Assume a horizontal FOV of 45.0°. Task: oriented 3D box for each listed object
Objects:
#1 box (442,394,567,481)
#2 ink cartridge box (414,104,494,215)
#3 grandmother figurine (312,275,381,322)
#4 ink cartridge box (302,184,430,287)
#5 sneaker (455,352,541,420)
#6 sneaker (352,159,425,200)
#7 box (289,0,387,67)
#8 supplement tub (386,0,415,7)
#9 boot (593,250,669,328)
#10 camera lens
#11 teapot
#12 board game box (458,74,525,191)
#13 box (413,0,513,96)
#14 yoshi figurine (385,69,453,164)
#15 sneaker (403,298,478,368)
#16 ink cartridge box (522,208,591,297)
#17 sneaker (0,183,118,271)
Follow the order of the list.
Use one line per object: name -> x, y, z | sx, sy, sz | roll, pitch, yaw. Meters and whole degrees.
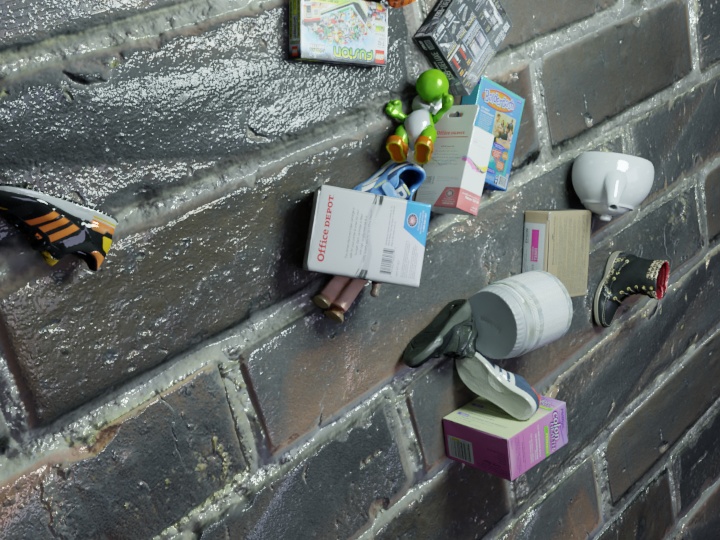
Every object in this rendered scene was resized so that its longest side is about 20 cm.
box -> 0.305, 0.336, 1.830 | 0.199, 0.175, 0.098 | -22, 111, -39
ink cartridge box -> 0.185, -0.213, 1.680 | 0.067, 0.116, 0.202 | 16, 86, -41
grandmother figurine -> 0.000, 0.000, 1.580 | 0.201, 0.060, 0.121 | -54, 127, -21
ink cartridge box -> 0.009, -0.057, 1.505 | 0.198, 0.084, 0.147 | 10, 89, -10
sneaker -> 0.288, 0.231, 1.810 | 0.084, 0.200, 0.075 | -18, 143, -55
sneaker -> 0.041, -0.134, 1.583 | 0.200, 0.082, 0.074 | -48, 126, -23
box -> -0.036, -0.414, 1.503 | 0.199, 0.035, 0.111 | -7, 101, -42
supplement tub -> 0.045, -0.565, 1.496 | 0.123, 0.122, 0.200 | -52, 127, -24
boot -> 0.665, 0.052, 2.137 | 0.073, 0.150, 0.201 | 31, 75, -41
camera lens -> 0.336, 0.092, 1.834 | 0.199, 0.159, 0.161 | -14, 105, -41
teapot -> 0.572, -0.186, 1.999 | 0.199, 0.197, 0.147 | 8, 92, -36
board game box -> 0.260, -0.279, 1.788 | 0.151, 0.045, 0.202 | 16, 86, -42
box -> 0.206, -0.470, 1.708 | 0.158, 0.050, 0.201 | 47, 65, -37
yoshi figurine -> 0.114, -0.297, 1.608 | 0.112, 0.112, 0.201 | 35, 53, -17
sneaker -> 0.171, 0.155, 1.745 | 0.199, 0.076, 0.115 | -40, 112, -37
ink cartridge box -> 0.444, -0.038, 1.973 | 0.164, 0.075, 0.202 | -4, 99, -41
sneaker -> -0.424, -0.055, 1.173 | 0.199, 0.070, 0.091 | 18, 80, -45
